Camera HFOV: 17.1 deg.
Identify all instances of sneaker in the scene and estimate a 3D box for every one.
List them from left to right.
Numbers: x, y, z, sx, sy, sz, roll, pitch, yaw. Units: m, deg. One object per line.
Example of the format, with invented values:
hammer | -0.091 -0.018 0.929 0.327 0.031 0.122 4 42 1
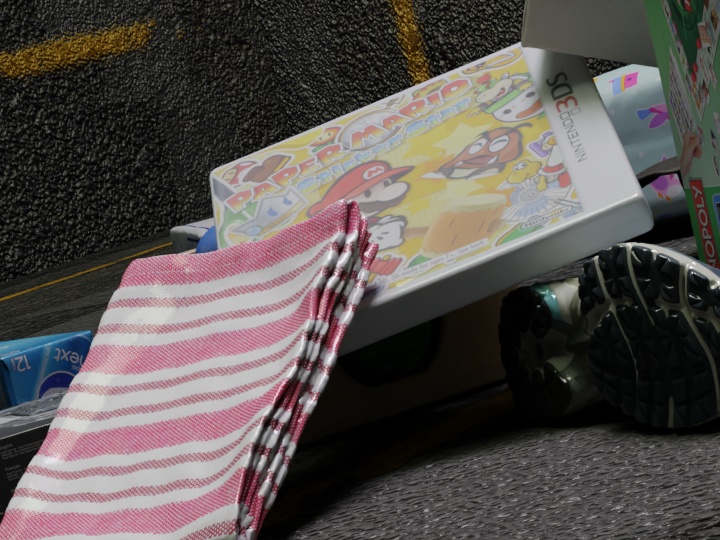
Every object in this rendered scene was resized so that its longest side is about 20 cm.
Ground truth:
sneaker | 0.134 0.020 1.034 0.086 0.078 0.200 -13 4 -22

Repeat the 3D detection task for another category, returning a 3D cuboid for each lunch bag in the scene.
lunch bag | 0.232 -0.097 1.778 0.170 0.123 0.200 -13 3 29

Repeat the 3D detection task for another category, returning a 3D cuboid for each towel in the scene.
towel | -0.080 0.054 1.040 0.146 0.030 0.201 -14 36 33

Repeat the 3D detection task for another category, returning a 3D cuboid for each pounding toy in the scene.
pounding toy | 0.000 0.000 1.268 0.183 0.143 0.200 -17 5 -21

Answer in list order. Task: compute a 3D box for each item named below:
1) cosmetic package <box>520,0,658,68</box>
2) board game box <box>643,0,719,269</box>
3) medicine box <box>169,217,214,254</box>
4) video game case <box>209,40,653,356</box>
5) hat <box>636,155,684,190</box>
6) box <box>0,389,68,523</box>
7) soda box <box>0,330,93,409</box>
cosmetic package | 0.185 -0.144 1.159 0.199 0.085 0.108 9 23 12
board game box | 0.176 -0.059 1.046 0.029 0.201 0.135 -14 5 -16
medicine box | -0.018 -0.002 1.579 0.181 0.104 0.200 -16 5 -9
video game case | 0.026 -0.035 1.139 0.199 0.023 0.182 -22 31 6
hat | 0.264 -0.056 1.491 0.200 0.081 0.201 -21 -1 -1
box | -0.180 0.100 1.219 0.199 0.050 0.158 -16 4 -15
soda box | -0.236 0.082 1.524 0.068 0.065 0.200 -18 6 -34
